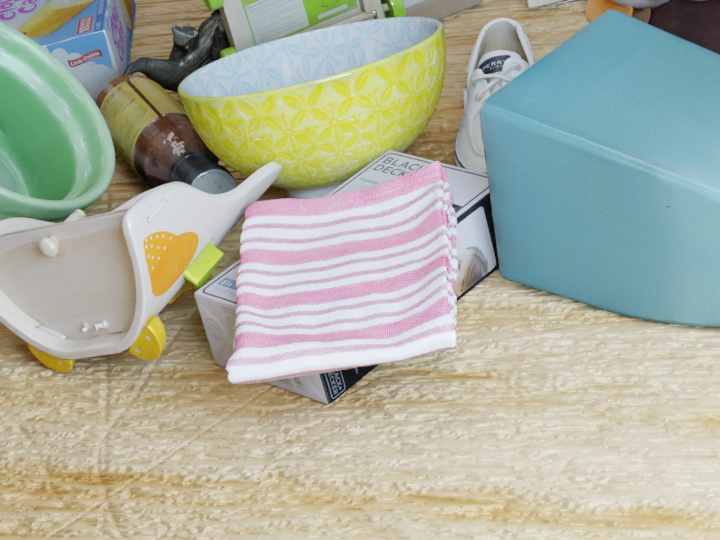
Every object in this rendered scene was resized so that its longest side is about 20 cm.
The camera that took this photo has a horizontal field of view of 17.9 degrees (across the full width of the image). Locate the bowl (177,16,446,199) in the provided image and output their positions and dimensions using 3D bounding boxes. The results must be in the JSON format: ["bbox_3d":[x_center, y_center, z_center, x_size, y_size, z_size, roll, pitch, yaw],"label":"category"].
[{"bbox_3d":[-0.026,-0.107,1.671,0.200,0.108,0.200,-12,16,4],"label":"bowl"}]

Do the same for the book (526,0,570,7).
[{"bbox_3d":[0.190,-0.293,1.961,0.133,0.048,0.200,-16,28,5],"label":"book"}]

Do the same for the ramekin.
[{"bbox_3d":[-0.293,-0.094,1.707,0.098,0.200,0.200,-46,15,30],"label":"ramekin"}]

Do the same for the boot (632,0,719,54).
[{"bbox_3d":[0.263,-0.157,1.665,0.166,0.073,0.200,-18,26,1],"label":"boot"}]

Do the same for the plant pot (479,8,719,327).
[{"bbox_3d":[0.202,-0.053,1.460,0.200,0.142,0.141,24,48,38],"label":"plant pot"}]

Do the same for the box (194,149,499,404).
[{"bbox_3d":[0.000,0.000,1.541,0.116,0.060,0.200,18,43,43],"label":"box"}]

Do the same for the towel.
[{"bbox_3d":[-0.011,0.000,1.456,0.146,0.030,0.200,-11,31,8],"label":"towel"}]

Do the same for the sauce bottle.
[{"bbox_3d":[-0.150,-0.093,1.767,0.066,0.066,0.200,-23,31,-12],"label":"sauce bottle"}]

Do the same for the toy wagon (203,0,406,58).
[{"bbox_3d":[-0.053,-0.240,1.830,0.155,0.200,0.040,-22,28,-11],"label":"toy wagon"}]

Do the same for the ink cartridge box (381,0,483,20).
[{"bbox_3d":[-0.001,-0.292,1.893,0.164,0.200,0.075,-22,30,-9],"label":"ink cartridge box"}]

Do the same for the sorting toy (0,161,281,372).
[{"bbox_3d":[-0.145,-0.023,1.581,0.200,0.107,0.180,-9,24,46],"label":"sorting toy"}]

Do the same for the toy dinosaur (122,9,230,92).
[{"bbox_3d":[-0.122,-0.188,1.908,0.077,0.102,0.200,31,59,8],"label":"toy dinosaur"}]

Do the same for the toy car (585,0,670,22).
[{"bbox_3d":[0.237,-0.258,1.784,0.184,0.200,0.177,10,42,-24],"label":"toy car"}]

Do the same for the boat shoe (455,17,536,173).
[{"bbox_3d":[0.104,-0.128,1.695,0.071,0.070,0.200,-8,30,14],"label":"boat shoe"}]

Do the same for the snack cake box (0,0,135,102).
[{"bbox_3d":[-0.265,-0.209,2.014,0.115,0.067,0.200,-13,30,4],"label":"snack cake box"}]
